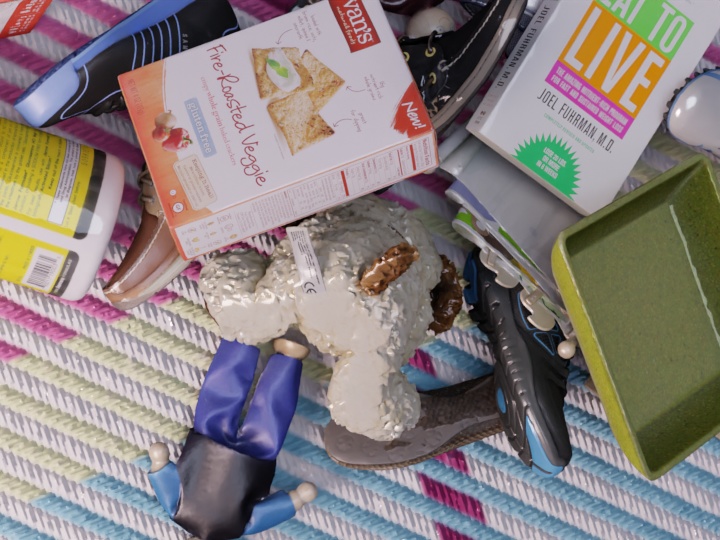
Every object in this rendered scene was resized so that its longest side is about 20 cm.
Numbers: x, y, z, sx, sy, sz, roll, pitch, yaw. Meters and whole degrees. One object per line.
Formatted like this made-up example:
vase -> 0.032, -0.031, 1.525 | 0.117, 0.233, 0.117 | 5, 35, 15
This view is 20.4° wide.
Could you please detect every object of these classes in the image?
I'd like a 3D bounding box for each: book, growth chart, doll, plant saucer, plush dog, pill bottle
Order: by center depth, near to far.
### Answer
pill bottle -> -0.280, -0.059, 1.454 | 0.199, 0.112, 0.113 | 19, 84, -15
plush dog -> 0.000, 0.000, 1.512 | 0.199, 0.172, 0.161 | 36, 119, -7
doll -> -0.095, 0.147, 1.535 | 0.136, 0.048, 0.202 | 21, 83, -13
plant saucer -> 0.230, 0.035, 1.552 | 0.199, 0.048, 0.201 | -28, 100, -41
book -> 0.184, -0.160, 1.556 | 0.133, 0.048, 0.201 | 33, 87, -28
growth chart -> 0.130, -0.036, 1.564 | 0.200, 0.018, 0.144 | 52, 45, 3

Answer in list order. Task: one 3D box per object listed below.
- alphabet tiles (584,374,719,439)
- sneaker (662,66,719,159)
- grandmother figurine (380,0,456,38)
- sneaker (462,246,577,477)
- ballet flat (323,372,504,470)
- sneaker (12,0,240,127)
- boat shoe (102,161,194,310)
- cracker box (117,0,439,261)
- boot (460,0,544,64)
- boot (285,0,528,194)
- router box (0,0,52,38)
alphabet tiles -> 0.275, 0.041, 1.665 | 0.166, 0.006, 0.201 | 35, 80, -12
sneaker -> 0.317, -0.108, 1.607 | 0.199, 0.072, 0.072 | 18, 108, -43
grandmother figurine -> 0.035, -0.247, 1.575 | 0.120, 0.060, 0.202 | -19, 93, -21
sneaker -> 0.140, 0.063, 1.553 | 0.081, 0.073, 0.201 | -7, 61, -12
ballet flat -> 0.066, 0.117, 1.585 | 0.198, 0.046, 0.068 | -18, 64, -14
sneaker -> -0.165, -0.148, 1.493 | 0.200, 0.070, 0.078 | -39, 102, -31
boat shoe -> -0.138, -0.060, 1.515 | 0.072, 0.076, 0.201 | 41, 69, -16
cracker box -> -0.058, -0.107, 1.430 | 0.198, 0.058, 0.135 | -21, 64, -4
boot -> 0.146, -0.157, 1.593 | 0.199, 0.073, 0.091 | 29, 84, -21
boot -> 0.019, -0.171, 1.526 | 0.150, 0.073, 0.200 | 39, 123, -5
router box -> -0.313, -0.186, 1.403 | 0.178, 0.200, 0.049 | -13, 92, -14
